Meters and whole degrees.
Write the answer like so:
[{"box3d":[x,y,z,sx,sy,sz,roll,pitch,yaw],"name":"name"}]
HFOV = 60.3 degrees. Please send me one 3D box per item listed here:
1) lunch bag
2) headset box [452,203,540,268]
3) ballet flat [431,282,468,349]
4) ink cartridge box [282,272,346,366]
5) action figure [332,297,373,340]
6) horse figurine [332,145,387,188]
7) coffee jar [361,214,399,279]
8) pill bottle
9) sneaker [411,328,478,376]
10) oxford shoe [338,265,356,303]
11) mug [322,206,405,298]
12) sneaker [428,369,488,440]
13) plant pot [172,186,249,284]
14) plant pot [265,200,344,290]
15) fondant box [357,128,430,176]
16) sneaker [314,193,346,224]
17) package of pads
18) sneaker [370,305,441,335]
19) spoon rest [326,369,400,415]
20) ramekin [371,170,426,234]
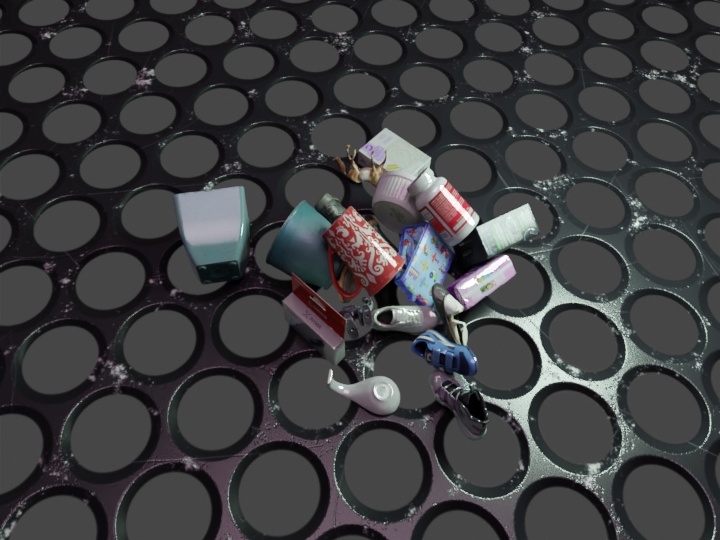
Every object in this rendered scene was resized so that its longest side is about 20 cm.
[{"box3d":[0.167,-0.001,1.696,0.092,0.150,0.204,-9,51,41],"name":"lunch bag"},{"box3d":[0.370,-0.092,1.745,0.196,0.174,0.095,-24,89,-19],"name":"headset box"},{"box3d":[0.242,0.127,1.613,0.067,0.067,0.206,-17,91,-50],"name":"ballet flat"},{"box3d":[-0.120,0.126,1.575,0.199,0.178,0.044,39,61,23],"name":"ink cartridge box"},{"box3d":[-0.020,0.114,1.606,0.127,0.200,0.071,-27,101,-9],"name":"action figure"},{"box3d":[0.011,-0.317,1.939,0.194,0.136,0.050,8,33,13],"name":"horse figurine"},{"box3d":[0.041,-0.064,1.773,0.102,0.086,0.202,-27,62,-17],"name":"coffee jar"},{"box3d":[0.219,-0.176,1.678,0.200,0.112,0.113,46,60,-6],"name":"pill bottle"},{"box3d":[0.209,0.217,1.559,0.081,0.076,0.197,-15,25,-38],"name":"sneaker"},{"box3d":[0.000,0.000,1.686,0.072,0.071,0.205,23,94,27],"name":"oxford shoe"},{"box3d":[-0.009,-0.039,1.584,0.201,0.133,0.178,47,70,-6],"name":"mug"},{"box3d":[0.245,0.298,1.497,0.077,0.142,0.201,-30,62,-22],"name":"sneaker"},{"box3d":[-0.396,-0.081,1.704,0.189,0.198,0.205,-9,65,-9],"name":"plant pot"},{"box3d":[-0.130,-0.053,1.703,0.185,0.201,0.202,33,58,1],"name":"plant pot"},{"box3d":[0.108,-0.354,1.997,0.198,0.059,0.144,36,61,22],"name":"fondant box"},{"box3d":[-0.068,-0.155,1.794,0.076,0.199,0.115,-42,87,2],"name":"sneaker"},{"box3d":[0.317,0.038,1.694,0.197,0.120,0.077,-32,90,-23],"name":"package of pads"},{"box3d":[0.118,0.131,1.629,0.193,0.100,0.078,-3,81,0],"name":"sneaker"},{"box3d":[0.006,0.298,1.546,0.194,0.061,0.102,17,55,-8],"name":"spoon rest"},{"box3d":[0.121,-0.188,1.803,0.198,0.204,0.096,25,67,14],"name":"ramekin"}]
